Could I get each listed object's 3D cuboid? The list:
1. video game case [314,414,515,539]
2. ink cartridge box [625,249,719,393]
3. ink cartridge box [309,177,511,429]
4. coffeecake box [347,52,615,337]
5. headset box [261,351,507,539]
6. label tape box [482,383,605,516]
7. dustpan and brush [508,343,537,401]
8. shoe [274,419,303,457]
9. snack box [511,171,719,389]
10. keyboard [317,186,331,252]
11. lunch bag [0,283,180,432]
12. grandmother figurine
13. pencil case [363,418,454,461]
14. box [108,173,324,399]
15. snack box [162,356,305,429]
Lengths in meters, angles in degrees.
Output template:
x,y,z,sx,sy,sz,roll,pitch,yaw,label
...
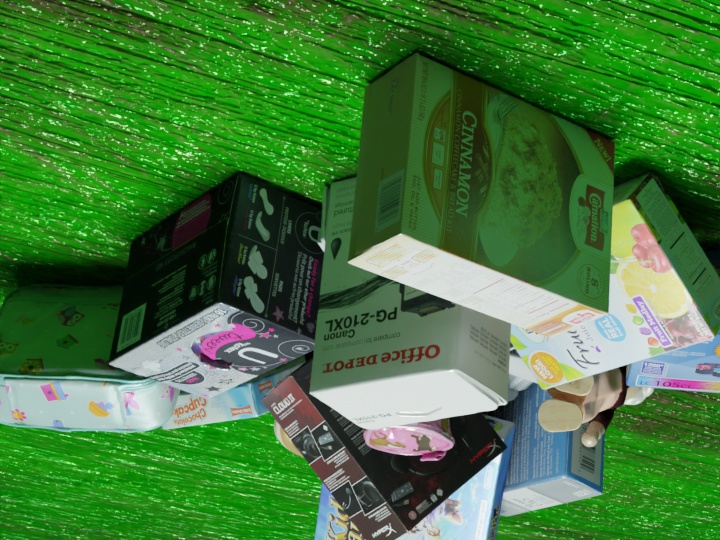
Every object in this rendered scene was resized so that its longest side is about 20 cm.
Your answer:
x,y,z,sx,sy,sz,roll,pitch,yaw,label
0.051,0.225,1.847,0.181,0.200,0.045,15,-158,18,video game case
0.316,0.040,1.660,0.136,0.076,0.200,3,153,5,ink cartridge box
0.046,0.018,1.514,0.145,0.200,0.084,-12,150,33,ink cartridge box
0.097,-0.054,1.406,0.200,0.154,0.073,20,152,-29,coffeecake box
0.017,0.136,1.719,0.200,0.149,0.077,54,145,2,headset box
0.160,0.173,1.890,0.066,0.144,0.200,24,149,-34,label tape box
0.137,0.082,1.734,0.200,0.057,0.140,18,133,-39,dustpan and brush
-0.058,0.157,1.928,0.053,0.070,0.200,3,-179,17,shoe
0.202,0.013,1.567,0.200,0.053,0.142,-21,106,45,snack box
0.000,0.000,1.639,0.011,0.056,0.200,-3,149,20,keyboard
-0.268,0.077,1.766,0.200,0.161,0.077,3,130,8,lunch bag
0.235,0.108,1.775,0.061,0.121,0.200,29,-167,24,grandmother figurine
0.046,0.067,1.619,0.086,0.200,0.083,7,155,-4,pencil case
-0.121,0.021,1.636,0.115,0.132,0.200,22,150,-28,box
-0.098,0.114,1.828,0.116,0.037,0.200,-11,-176,32,snack box
